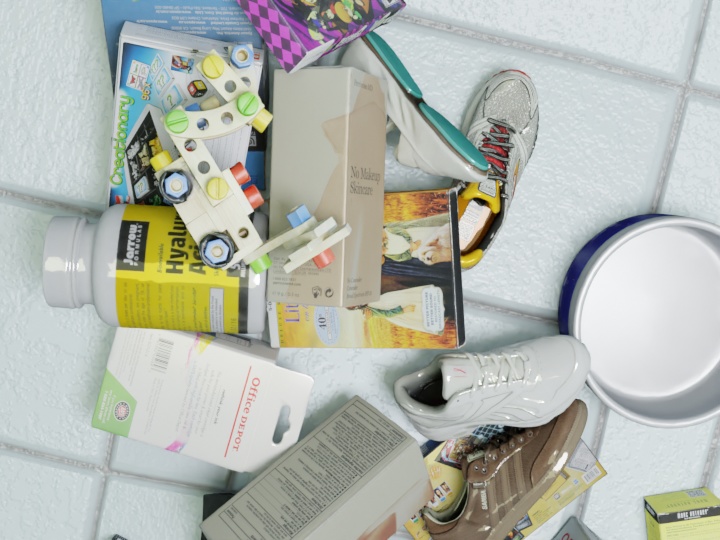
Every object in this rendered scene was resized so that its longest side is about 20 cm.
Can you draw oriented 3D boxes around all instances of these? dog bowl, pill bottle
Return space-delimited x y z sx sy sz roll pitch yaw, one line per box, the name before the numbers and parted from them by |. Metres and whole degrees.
dog bowl | 0.297 0.047 0.972 0.195 0.079 0.205 0 97 -1
pill bottle | -0.182 -0.002 0.902 0.195 0.111 0.114 3 98 -5

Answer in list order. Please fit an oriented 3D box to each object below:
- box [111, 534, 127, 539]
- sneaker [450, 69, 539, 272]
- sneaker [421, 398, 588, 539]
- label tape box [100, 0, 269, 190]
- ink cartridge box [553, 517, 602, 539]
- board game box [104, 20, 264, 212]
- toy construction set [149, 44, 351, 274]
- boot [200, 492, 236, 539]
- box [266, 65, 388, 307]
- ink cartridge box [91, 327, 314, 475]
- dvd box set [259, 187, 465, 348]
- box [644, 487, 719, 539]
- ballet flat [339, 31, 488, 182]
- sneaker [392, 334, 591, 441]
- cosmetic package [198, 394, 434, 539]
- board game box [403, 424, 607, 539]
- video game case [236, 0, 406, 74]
box | -0.208 0.394 1.020 0.198 0.044 0.162 30 94 -5
sneaker | 0.126 -0.091 0.947 0.076 0.082 0.204 16 96 -4
sneaker | 0.139 0.193 0.957 0.075 0.070 0.201 37 94 -1
label tape box | -0.158 -0.179 0.926 0.141 0.064 0.203 1 127 -2
ink cartridge box | 0.195 0.369 0.978 0.082 0.146 0.201 38 95 -7
board game box | -0.166 -0.117 0.909 0.123 0.035 0.203 10 125 -9
toy construction set | -0.097 -0.076 0.817 0.130 0.092 0.202 -32 84 -7
boot | -0.155 0.319 0.962 0.162 0.065 0.205 14 75 -20
box | -0.028 -0.073 0.879 0.076 0.095 0.205 4 95 23
ink cartridge box | -0.150 0.120 0.974 0.196 0.067 0.119 18 98 -3
dvd box set | 0.000 0.000 0.943 0.196 0.029 0.150 -1 97 22
box | 0.345 0.335 1.026 0.074 0.050 0.205 -9 97 0
ballet flat | 0.043 -0.139 0.923 0.069 0.069 0.201 -39 67 4
sneaker | 0.118 0.108 0.931 0.197 0.099 0.079 -23 58 23
cosmetic package | -0.037 0.226 0.928 0.199 0.103 0.088 -36 130 -21
board game box | 0.133 0.212 1.011 0.199 0.035 0.136 -38 97 3
video game case | -0.065 -0.288 0.870 0.036 0.181 0.202 -32 94 41
